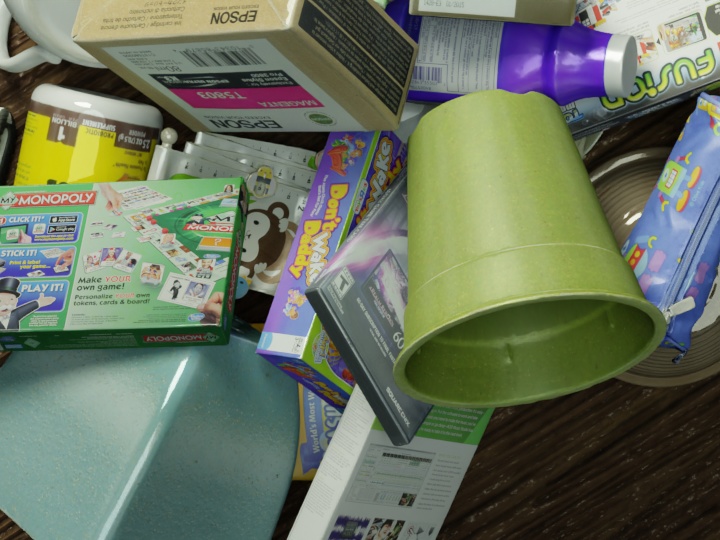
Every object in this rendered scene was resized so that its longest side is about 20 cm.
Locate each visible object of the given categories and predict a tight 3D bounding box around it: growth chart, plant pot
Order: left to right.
[{"bbox_3d":[-0.162,0.116,1.345,0.195,0.196,0.201,30,94,38],"label":"plant pot"},{"bbox_3d":[-0.091,-0.044,1.416,0.199,0.018,0.146,3,99,-25],"label":"growth chart"},{"bbox_3d":[0.109,-0.024,1.277,0.198,0.200,0.191,-9,65,1],"label":"plant pot"},{"bbox_3d":[0.251,0.001,1.415,0.199,0.093,0.203,0,96,-1],"label":"plant pot"}]

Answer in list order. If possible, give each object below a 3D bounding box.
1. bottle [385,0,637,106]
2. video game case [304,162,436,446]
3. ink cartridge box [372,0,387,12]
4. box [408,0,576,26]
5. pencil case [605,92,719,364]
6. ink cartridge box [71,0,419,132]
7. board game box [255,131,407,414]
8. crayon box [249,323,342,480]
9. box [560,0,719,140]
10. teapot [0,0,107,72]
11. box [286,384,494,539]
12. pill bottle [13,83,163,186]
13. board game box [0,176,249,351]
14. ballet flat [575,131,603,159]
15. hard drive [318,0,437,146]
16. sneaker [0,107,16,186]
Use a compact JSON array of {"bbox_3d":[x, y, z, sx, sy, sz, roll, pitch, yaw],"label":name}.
[{"bbox_3d":[0.111,-0.164,1.332,0.199,0.065,0.084,7,89,22],"label":"bottle"},{"bbox_3d":[0.041,0.015,1.324,0.019,0.200,0.143,-12,117,39],"label":"video game case"},{"bbox_3d":[0.003,-0.281,1.332,0.087,0.145,0.201,19,76,-5],"label":"ink cartridge box"},{"bbox_3d":[0.097,-0.229,1.337,0.120,0.200,0.033,4,111,0],"label":"box"},{"bbox_3d":[0.252,-0.034,1.321,0.078,0.087,0.201,24,96,-13],"label":"pencil case"},{"bbox_3d":[-0.083,-0.167,1.272,0.199,0.165,0.076,2,69,33],"label":"ink cartridge box"},{"bbox_3d":[0.000,0.000,1.362,0.045,0.134,0.201,6,69,34],"label":"board game box"},{"bbox_3d":[-0.048,0.109,1.448,0.198,0.052,0.127,0,96,1],"label":"crayon box"},{"bbox_3d":[0.206,-0.174,1.348,0.199,0.035,0.111,-19,82,21],"label":"box"},{"bbox_3d":[-0.209,-0.264,1.367,0.199,0.146,0.198,-19,131,-17],"label":"teapot"},{"bbox_3d":[0.020,0.174,1.377,0.036,0.144,0.201,32,101,40],"label":"box"},{"bbox_3d":[-0.230,-0.044,1.403,0.108,0.109,0.202,12,96,-1],"label":"pill bottle"},{"bbox_3d":[-0.188,-0.005,1.290,0.198,0.029,0.135,-2,55,11],"label":"board game box"},{"bbox_3d":[0.185,-0.162,1.419,0.069,0.069,0.201,20,98,-2],"label":"ballet flat"},{"bbox_3d":[0.000,-0.174,1.413,0.199,0.038,0.141,21,85,-3],"label":"hard drive"},{"bbox_3d":[-0.365,-0.049,1.431,0.115,0.076,0.202,16,88,7],"label":"sneaker"}]
